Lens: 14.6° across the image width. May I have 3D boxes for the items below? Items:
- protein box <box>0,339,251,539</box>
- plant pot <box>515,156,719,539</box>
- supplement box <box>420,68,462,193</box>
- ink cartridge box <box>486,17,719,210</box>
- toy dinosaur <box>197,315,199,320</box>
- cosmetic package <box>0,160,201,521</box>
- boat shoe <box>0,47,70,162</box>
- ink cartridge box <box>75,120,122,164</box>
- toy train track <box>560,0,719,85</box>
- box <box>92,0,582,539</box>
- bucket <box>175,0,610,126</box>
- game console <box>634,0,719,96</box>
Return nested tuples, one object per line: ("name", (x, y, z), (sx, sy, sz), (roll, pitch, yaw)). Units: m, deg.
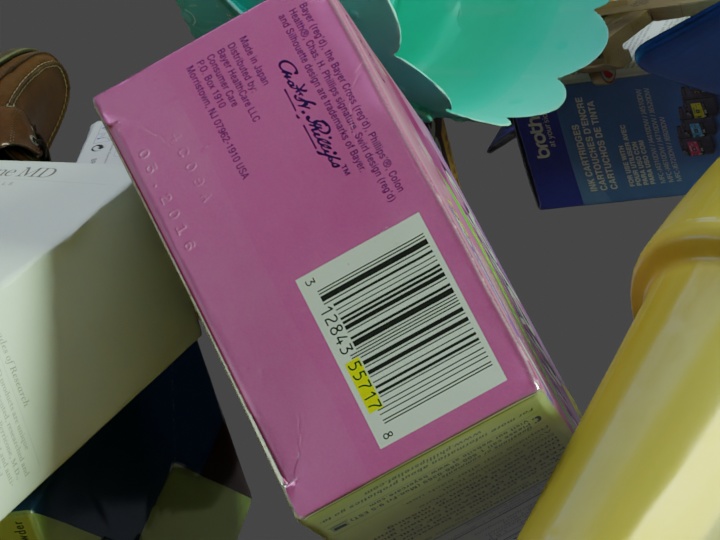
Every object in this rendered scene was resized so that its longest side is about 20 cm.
("protein box", (-0.176, 0.107, 1.153), (0.200, 0.135, 0.199), (-8, 28, 17))
("plant pot", (0.154, 0.080, 0.967), (0.201, 0.201, 0.189), (17, 58, 49))
("supplement box", (0.000, 0.000, 1.282), (0.086, 0.110, 0.200), (-11, 27, 10))
("ink cartridge box", (0.159, -0.098, 1.415), (0.200, 0.076, 0.136), (-4, 29, 23))
("toy dinosaur", (-0.125, 0.022, 1.400), (0.200, 0.060, 0.106), (-13, 2, -3))
("cosmetic package", (-0.163, 0.039, 1.035), (0.113, 0.081, 0.200), (2, 33, 34))
("boat shoe", (-0.203, -0.053, 1.567), (0.068, 0.072, 0.200), (3, 42, 27))
("ink cartridge box", (-0.060, -0.058, 1.512), (0.200, 0.042, 0.119), (-13, 28, 16))
("toy train track", (0.161, -0.131, 1.365), (0.115, 0.033, 0.200), (-5, 23, 40))
("box", (0.004, 0.013, 1.056), (0.097, 0.200, 0.176), (-29, 71, 4))
("bucket", (0.015, -0.165, 1.261), (0.135, 0.207, 0.207), (1, 31, 39))
("game console", (0.249, -0.137, 1.237), (0.200, 0.171, 0.118), (14, 8, -31))
